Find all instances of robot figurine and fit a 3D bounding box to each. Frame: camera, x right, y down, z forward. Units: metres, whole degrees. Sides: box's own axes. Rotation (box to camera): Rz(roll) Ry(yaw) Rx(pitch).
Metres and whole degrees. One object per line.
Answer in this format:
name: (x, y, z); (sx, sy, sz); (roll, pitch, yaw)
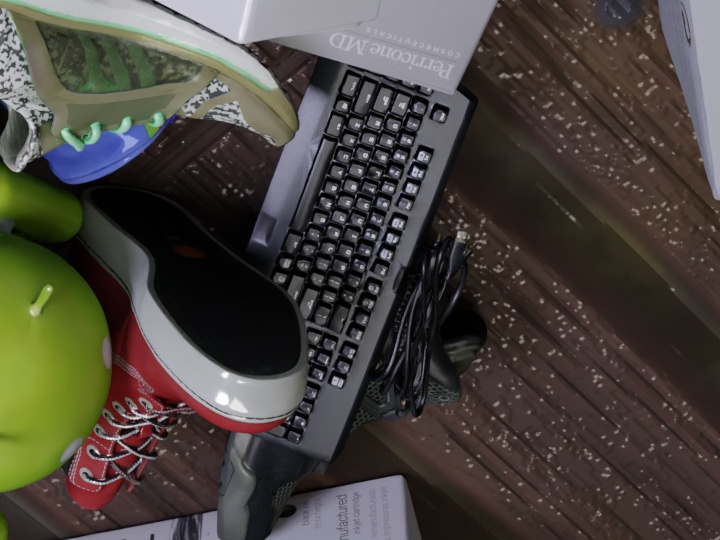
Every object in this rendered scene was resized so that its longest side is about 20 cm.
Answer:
robot figurine: (-0.184, 0.038, 1.197); (0.115, 0.200, 0.176); (18, 85, -25)

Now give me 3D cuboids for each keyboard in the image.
keyboard: (0.000, 0.000, 1.206); (0.104, 0.040, 0.201); (18, 113, -6)

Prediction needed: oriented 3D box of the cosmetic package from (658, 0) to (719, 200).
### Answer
cosmetic package: (0.223, -0.155, 1.103); (0.199, 0.167, 0.168); (-11, 124, 4)

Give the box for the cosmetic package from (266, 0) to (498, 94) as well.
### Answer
cosmetic package: (0.026, -0.186, 1.122); (0.106, 0.090, 0.201); (13, 120, -15)

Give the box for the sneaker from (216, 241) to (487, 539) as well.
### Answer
sneaker: (-0.006, 0.064, 1.296); (0.114, 0.076, 0.200); (17, 117, -6)

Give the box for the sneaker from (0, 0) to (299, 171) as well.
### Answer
sneaker: (-0.118, -0.080, 1.102); (0.199, 0.077, 0.089); (22, 96, -30)

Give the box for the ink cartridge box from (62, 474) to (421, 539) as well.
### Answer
ink cartridge box: (-0.063, 0.194, 1.341); (0.199, 0.145, 0.084); (-11, 123, 5)

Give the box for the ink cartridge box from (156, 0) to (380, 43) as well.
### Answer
ink cartridge box: (-0.051, -0.209, 1.041); (0.085, 0.147, 0.201); (-14, 124, -46)

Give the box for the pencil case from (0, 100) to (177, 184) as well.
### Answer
pencil case: (-0.148, -0.132, 1.153); (0.087, 0.078, 0.200); (-15, 126, 27)

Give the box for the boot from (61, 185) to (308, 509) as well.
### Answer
boot: (-0.089, 0.063, 1.206); (0.072, 0.200, 0.145); (4, 110, -28)
